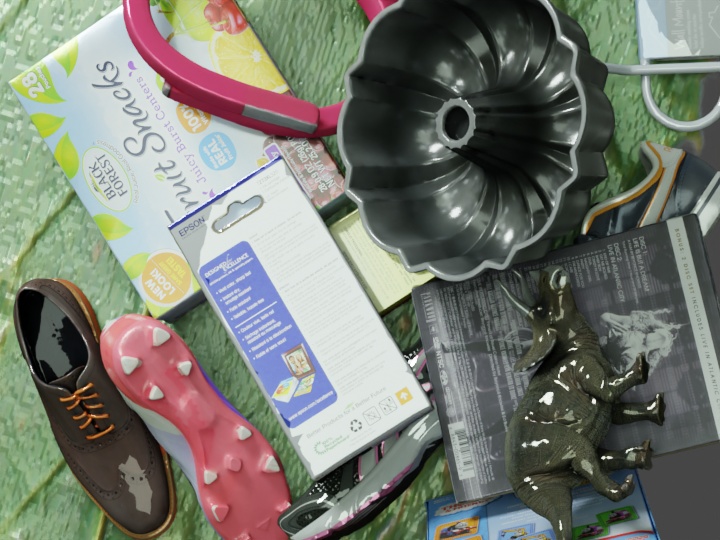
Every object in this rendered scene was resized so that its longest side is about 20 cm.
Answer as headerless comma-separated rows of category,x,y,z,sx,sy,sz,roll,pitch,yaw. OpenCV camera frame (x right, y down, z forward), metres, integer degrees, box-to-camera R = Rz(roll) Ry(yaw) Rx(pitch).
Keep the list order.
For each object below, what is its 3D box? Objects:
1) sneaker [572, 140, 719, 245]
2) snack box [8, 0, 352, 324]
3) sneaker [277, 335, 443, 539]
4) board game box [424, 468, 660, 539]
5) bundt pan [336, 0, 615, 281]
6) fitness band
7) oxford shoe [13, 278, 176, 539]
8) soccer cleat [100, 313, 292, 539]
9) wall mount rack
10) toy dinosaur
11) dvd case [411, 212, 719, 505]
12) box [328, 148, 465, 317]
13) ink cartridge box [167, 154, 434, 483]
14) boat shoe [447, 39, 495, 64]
sneaker,0.173,0.005,1.357,0.079,0.078,0.201,32,85,7
snack box,-0.123,-0.091,1.400,0.168,0.068,0.201,-32,83,2
sneaker,0.013,0.105,1.376,0.200,0.080,0.086,-42,77,-9
board game box,0.117,0.179,1.290,0.150,0.200,0.037,-15,104,5
bundt pan,0.083,-0.093,1.294,0.200,0.075,0.204,-1,88,40
fitness band,-0.065,-0.169,1.357,0.198,0.037,0.145,18,69,-8
oxford shoe,-0.193,0.099,1.392,0.071,0.073,0.201,-30,84,3
soccer cleat,-0.113,0.113,1.382,0.067,0.076,0.201,-39,110,-13
wall mount rack,0.198,-0.199,1.361,0.172,0.075,0.202,-3,85,-3
toy dinosaur,0.131,0.101,1.252,0.101,0.077,0.202,1,69,26
dvd case,0.143,0.059,1.309,0.198,0.016,0.150,-15,78,13
box,0.000,0.000,1.389,0.199,0.050,0.076,-34,83,2
ink cartridge box,-0.040,0.032,1.335,0.094,0.037,0.201,-31,82,2
boat shoe,0.089,-0.148,1.383,0.090,0.071,0.202,-17,78,6
